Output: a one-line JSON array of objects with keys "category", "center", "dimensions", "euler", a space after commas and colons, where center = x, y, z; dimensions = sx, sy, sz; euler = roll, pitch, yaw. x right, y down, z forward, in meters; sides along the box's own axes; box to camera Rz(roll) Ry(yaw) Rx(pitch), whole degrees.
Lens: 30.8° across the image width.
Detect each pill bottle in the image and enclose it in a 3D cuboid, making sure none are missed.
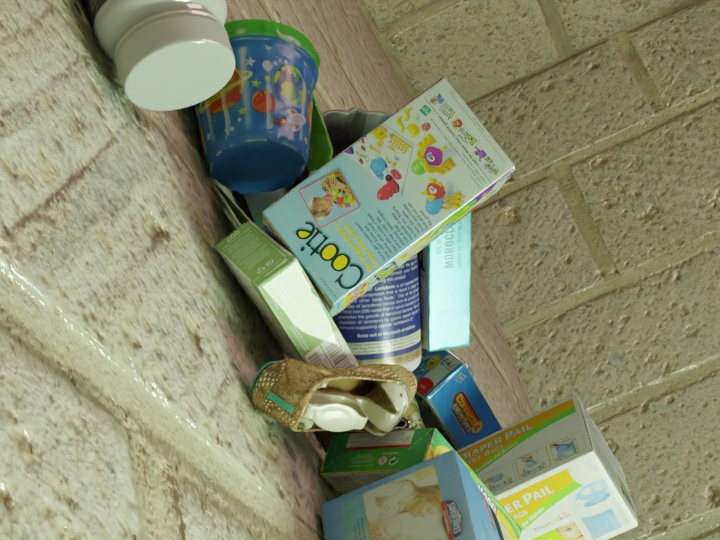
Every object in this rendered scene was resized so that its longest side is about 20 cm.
[{"category": "pill bottle", "center": [-0.178, -0.243, 1.097], "dimensions": [0.113, 0.113, 0.201], "euler": [45, 23, -65]}, {"category": "pill bottle", "center": [0.000, 0.000, 1.284], "dimensions": [0.116, 0.115, 0.201], "euler": [-64, 152, -78]}]

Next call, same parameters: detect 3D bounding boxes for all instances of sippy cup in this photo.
[{"category": "sippy cup", "center": [-0.103, -0.151, 1.270], "dimensions": [0.140, 0.177, 0.131], "euler": [117, -29, -56]}]

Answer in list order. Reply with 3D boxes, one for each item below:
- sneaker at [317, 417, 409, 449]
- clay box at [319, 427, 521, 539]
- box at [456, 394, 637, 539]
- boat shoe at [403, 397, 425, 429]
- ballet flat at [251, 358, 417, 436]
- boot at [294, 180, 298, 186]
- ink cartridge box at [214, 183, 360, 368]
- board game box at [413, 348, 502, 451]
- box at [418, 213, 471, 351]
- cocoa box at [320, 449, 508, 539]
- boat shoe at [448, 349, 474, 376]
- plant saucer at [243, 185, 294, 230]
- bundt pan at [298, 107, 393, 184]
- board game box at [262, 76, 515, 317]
[{"category": "sneaker", "center": [0.022, 0.182, 1.263], "dimensions": [0.200, 0.075, 0.071], "euler": [59, 11, -32]}, {"category": "clay box", "center": [0.064, 0.220, 1.206], "dimensions": [0.200, 0.115, 0.048], "euler": [50, 45, -37]}, {"category": "box", "center": [0.164, 0.234, 1.344], "dimensions": [0.113, 0.200, 0.101], "euler": [56, 14, -25]}, {"category": "boat shoe", "center": [0.042, 0.181, 1.383], "dimensions": [0.063, 0.073, 0.200], "euler": [68, 8, 28]}, {"category": "ballet flat", "center": [-0.007, 0.116, 1.116], "dimensions": [0.200, 0.071, 0.065], "euler": [5, 25, -47]}, {"category": "boot", "center": [-0.079, -0.105, 1.516], "dimensions": [0.200, 0.073, 0.075], "euler": [64, -17, -1]}, {"category": "ink cartridge box", "center": [-0.083, 0.016, 1.198], "dimensions": [0.200, 0.048, 0.146], "euler": [38, -18, 54]}, {"category": "board game box", "center": [0.074, 0.138, 1.474], "dimensions": [0.196, 0.056, 0.200], "euler": [36, -16, 47]}, {"category": "box", "center": [0.073, -0.027, 1.318], "dimensions": [0.082, 0.049, 0.201], "euler": [-149, -125, -62]}, {"category": "cocoa box", "center": [0.060, 0.274, 1.061], "dimensions": [0.131, 0.133, 0.200], "euler": [58, 13, -37]}, {"category": "boat shoe", "center": [0.060, 0.073, 1.618], "dimensions": [0.200, 0.068, 0.072], "euler": [46, -12, 3]}, {"category": "plant saucer", "center": [-0.071, -0.038, 1.384], "dimensions": [0.200, 0.036, 0.200], "euler": [63, 7, -13]}, {"category": "bundt pan", "center": [0.019, -0.091, 1.442], "dimensions": [0.202, 0.201, 0.076], "euler": [-105, -151, -46]}, {"category": "board game box", "center": [0.022, -0.061, 1.164], "dimensions": [0.105, 0.200, 0.103], "euler": [52, -9, 5]}]
